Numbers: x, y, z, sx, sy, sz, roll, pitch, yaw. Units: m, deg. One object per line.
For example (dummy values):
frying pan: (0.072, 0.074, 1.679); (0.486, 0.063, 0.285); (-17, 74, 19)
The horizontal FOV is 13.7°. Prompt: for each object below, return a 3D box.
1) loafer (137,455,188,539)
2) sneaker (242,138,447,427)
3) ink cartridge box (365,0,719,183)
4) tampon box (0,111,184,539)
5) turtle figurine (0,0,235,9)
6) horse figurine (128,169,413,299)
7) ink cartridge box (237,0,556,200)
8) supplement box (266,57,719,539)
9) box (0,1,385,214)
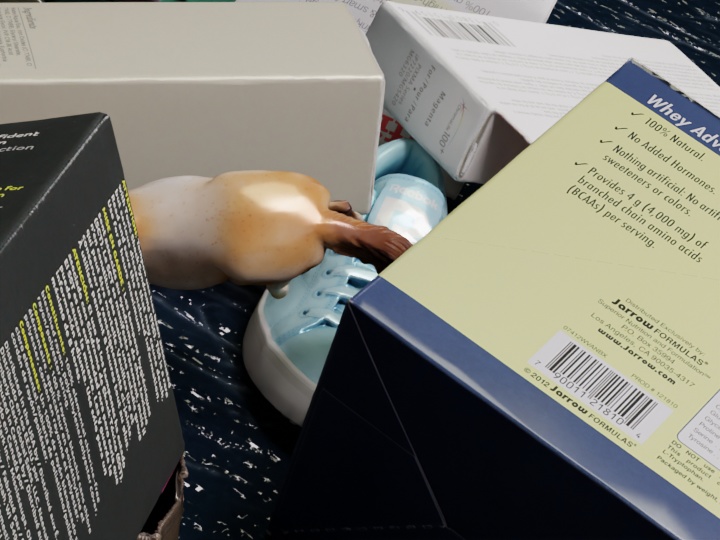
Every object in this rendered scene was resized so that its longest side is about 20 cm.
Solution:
loafer: (-0.088, 0.067, 1.064); (0.073, 0.072, 0.200); (18, 27, -19)
sneaker: (0.000, 0.000, 1.267); (0.074, 0.082, 0.200); (22, 26, -9)
ink cartridge box: (0.118, -0.053, 1.366); (0.199, 0.044, 0.174); (3, 35, -43)
tampon box: (-0.157, 0.051, 0.898); (0.149, 0.127, 0.200); (-5, 21, 15)
turtle figurine: (-0.136, -0.127, 1.358); (0.200, 0.101, 0.150); (28, -25, 38)
horse figurine: (-0.065, -0.009, 1.170); (0.199, 0.050, 0.133); (-1, -7, 2)
ink cartridge box: (0.023, -0.157, 1.450); (0.145, 0.201, 0.083); (24, 22, -8)
supplement box: (0.110, 0.061, 1.134); (0.200, 0.135, 0.200); (36, 46, 15)
box: (-0.096, -0.067, 1.241); (0.199, 0.069, 0.082); (0, 29, -13)
